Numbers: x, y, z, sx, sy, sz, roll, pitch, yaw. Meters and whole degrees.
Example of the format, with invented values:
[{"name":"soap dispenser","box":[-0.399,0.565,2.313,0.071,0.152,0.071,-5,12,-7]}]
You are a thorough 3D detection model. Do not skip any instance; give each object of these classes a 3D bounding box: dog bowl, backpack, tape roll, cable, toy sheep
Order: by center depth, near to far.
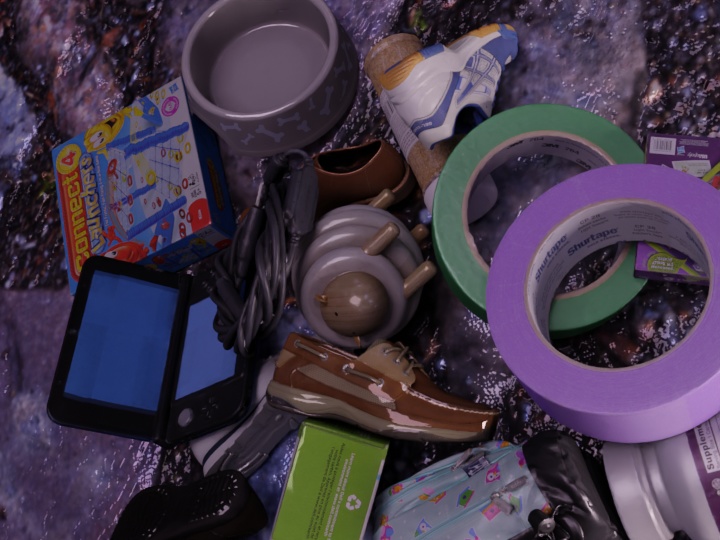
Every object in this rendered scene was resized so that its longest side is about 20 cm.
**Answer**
[{"name":"tape roll","box":[0.197,0.022,0.719,0.198,0.066,0.202,-12,58,20]},{"name":"backpack","box":[0.107,0.213,0.768,0.199,0.167,0.127,-29,43,19]},{"name":"tape roll","box":[0.161,-0.043,0.835,0.198,0.048,0.203,-1,77,3]},{"name":"cable","box":[-0.101,-0.009,0.887,0.163,0.050,0.202,-37,37,47]},{"name":"toy sheep","box":[0.000,0.000,0.890,0.136,0.200,0.140,1,110,2]},{"name":"dog bowl","box":[-0.103,-0.224,1.036,0.197,0.059,0.202,-5,66,10]}]

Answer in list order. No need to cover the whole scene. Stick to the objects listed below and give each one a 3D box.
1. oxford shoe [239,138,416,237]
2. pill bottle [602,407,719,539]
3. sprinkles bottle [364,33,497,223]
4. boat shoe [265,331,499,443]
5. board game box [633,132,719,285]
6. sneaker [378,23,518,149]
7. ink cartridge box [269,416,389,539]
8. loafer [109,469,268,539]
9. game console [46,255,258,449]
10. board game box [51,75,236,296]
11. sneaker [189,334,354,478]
[{"name":"oxford shoe","box":[-0.047,-0.085,0.975,0.198,0.071,0.072,-22,46,20]},{"name":"pill bottle","box":[0.288,0.141,0.711,0.198,0.112,0.114,-21,65,20]},{"name":"sprinkles bottle","box":[0.067,-0.140,0.944,0.068,0.068,0.202,-30,62,15]},{"name":"boat shoe","box":[0.016,0.093,0.785,0.198,0.076,0.075,10,86,18]},{"name":"board game box","box":[0.327,-0.044,0.774,0.197,0.032,0.122,7,73,13]},{"name":"sneaker","box":[0.095,-0.171,0.903,0.075,0.199,0.089,-24,96,46]},{"name":"ink cartridge box","box":[-0.035,0.230,0.820,0.075,0.148,0.203,14,87,4]},{"name":"loafer","box":[-0.169,0.252,0.931,0.199,0.071,0.073,-21,35,37]},{"name":"game console","box":[-0.196,0.060,0.950,0.170,0.118,0.202,-25,47,32]},{"name":"board game box","box":[-0.251,-0.089,1.097,0.194,0.056,0.202,-25,64,17]},{"name":"sneaker","box":[-0.093,0.118,0.941,0.200,0.076,0.081,-41,50,7]}]
